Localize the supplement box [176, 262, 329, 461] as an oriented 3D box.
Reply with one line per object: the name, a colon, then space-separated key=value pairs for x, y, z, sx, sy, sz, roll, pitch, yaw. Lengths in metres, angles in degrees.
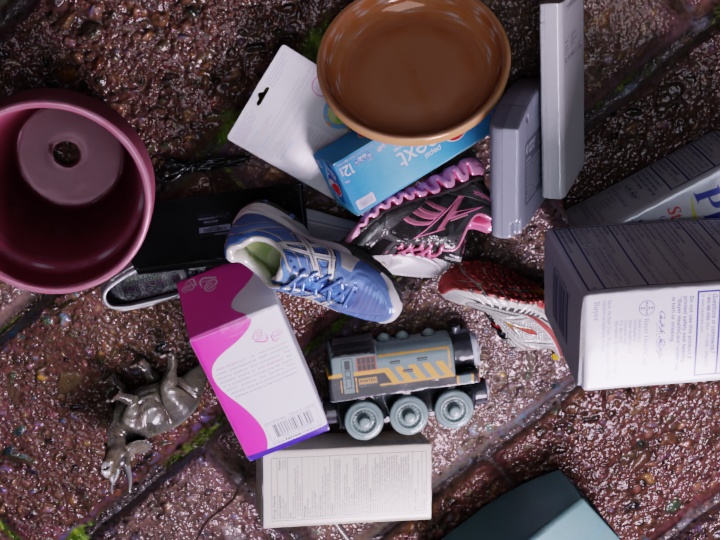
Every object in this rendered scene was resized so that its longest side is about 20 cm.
supplement box: x=-0.117 y=0.095 z=1.458 sx=0.100 sy=0.104 sz=0.201 roll=-21 pitch=132 yaw=-2

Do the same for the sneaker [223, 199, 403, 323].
sneaker: x=-0.051 y=0.005 z=1.362 sx=0.199 sy=0.077 sz=0.076 roll=26 pitch=125 yaw=7

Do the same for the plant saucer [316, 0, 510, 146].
plant saucer: x=0.055 y=-0.208 z=1.368 sx=0.198 sy=0.202 sz=0.038 roll=-11 pitch=152 yaw=-1

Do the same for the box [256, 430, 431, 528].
box: x=-0.021 y=0.241 z=1.550 sx=0.198 sy=0.078 sz=0.096 roll=0 pitch=96 yaw=-10

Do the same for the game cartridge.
game cartridge: x=0.172 y=-0.128 z=1.388 sx=0.040 sy=0.200 sz=0.134 roll=9 pitch=113 yaw=18

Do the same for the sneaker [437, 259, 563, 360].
sneaker: x=0.172 y=0.052 z=1.503 sx=0.199 sy=0.078 sz=0.082 roll=21 pitch=115 yaw=-24

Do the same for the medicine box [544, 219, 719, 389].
medicine box: x=0.300 y=0.029 z=1.341 sx=0.198 sy=0.182 sz=0.104 roll=-3 pitch=112 yaw=-3

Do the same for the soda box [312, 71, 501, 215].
soda box: x=0.055 y=-0.140 z=1.403 sx=0.199 sy=0.068 sz=0.064 roll=-31 pitch=112 yaw=-12

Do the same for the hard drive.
hard drive: x=0.212 y=-0.191 z=1.398 sx=0.026 sy=0.132 sz=0.202 roll=3 pitch=112 yaw=19

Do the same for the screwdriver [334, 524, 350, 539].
screwdriver: x=-0.029 y=0.316 z=1.623 sx=0.029 sy=0.028 sz=0.201 roll=-16 pitch=115 yaw=35

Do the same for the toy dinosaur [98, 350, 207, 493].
toy dinosaur: x=-0.235 y=0.151 z=1.527 sx=0.200 sy=0.077 sz=0.103 roll=-38 pitch=120 yaw=-19

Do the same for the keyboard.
keyboard: x=-0.157 y=-0.068 z=1.438 sx=0.198 sy=0.021 sz=0.128 roll=-7 pitch=79 yaw=5

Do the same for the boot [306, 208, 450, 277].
boot: x=0.000 y=0.000 z=1.460 sx=0.198 sy=0.096 sz=0.074 roll=10 pitch=147 yaw=-2

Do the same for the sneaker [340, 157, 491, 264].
sneaker: x=0.069 y=-0.043 z=1.423 sx=0.199 sy=0.079 sz=0.096 roll=-28 pitch=85 yaw=-23

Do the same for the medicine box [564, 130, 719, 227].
medicine box: x=0.360 y=-0.022 z=1.488 sx=0.199 sy=0.103 sz=0.183 roll=-28 pitch=110 yaw=7

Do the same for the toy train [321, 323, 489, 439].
toy train: x=0.048 y=0.125 z=1.532 sx=0.198 sy=0.085 sz=0.115 roll=-7 pitch=102 yaw=-2

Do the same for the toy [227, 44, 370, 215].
toy: x=-0.034 y=-0.147 z=1.437 sx=0.199 sy=0.047 sz=0.116 roll=29 pitch=100 yaw=-20

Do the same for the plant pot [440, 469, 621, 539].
plant pot: x=0.207 y=0.351 z=1.600 sx=0.200 sy=0.141 sz=0.141 roll=-42 pitch=109 yaw=3

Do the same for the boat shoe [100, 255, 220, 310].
boat shoe: x=-0.193 y=-0.003 z=1.466 sx=0.198 sy=0.069 sz=0.073 roll=-11 pitch=111 yaw=0

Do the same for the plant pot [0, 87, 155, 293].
plant pot: x=-0.306 y=-0.099 z=1.361 sx=0.198 sy=0.179 sz=0.202 roll=-1 pitch=111 yaw=-4
